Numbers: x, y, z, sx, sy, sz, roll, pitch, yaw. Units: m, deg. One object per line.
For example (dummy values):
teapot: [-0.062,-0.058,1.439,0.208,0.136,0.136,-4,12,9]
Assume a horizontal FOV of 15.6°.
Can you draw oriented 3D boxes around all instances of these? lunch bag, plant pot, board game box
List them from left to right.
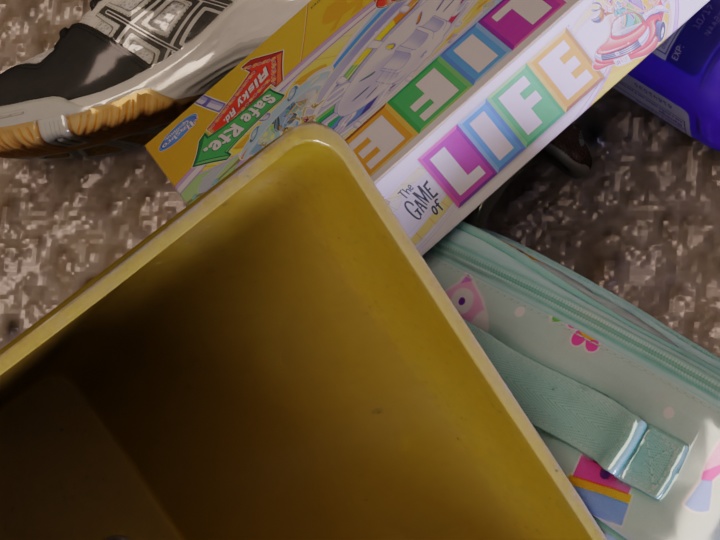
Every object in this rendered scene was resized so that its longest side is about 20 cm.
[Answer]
plant pot: [-0.066,0.105,0.803,0.200,0.176,0.200,-39,100,-31]
board game box: [0.027,-0.074,0.899,0.200,0.034,0.134,-42,30,0]
lunch bag: [0.092,0.059,0.875,0.200,0.160,0.077,28,82,38]

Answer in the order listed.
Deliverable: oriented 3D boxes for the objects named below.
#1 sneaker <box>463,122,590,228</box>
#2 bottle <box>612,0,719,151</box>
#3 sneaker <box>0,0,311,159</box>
sneaker: [0.000,0.000,0.976,0.076,0.070,0.200,42,92,17]
bottle: [0.087,-0.123,0.991,0.200,0.065,0.084,34,75,23]
sneaker: [-0.065,-0.105,1.018,0.200,0.076,0.088,-21,86,13]
